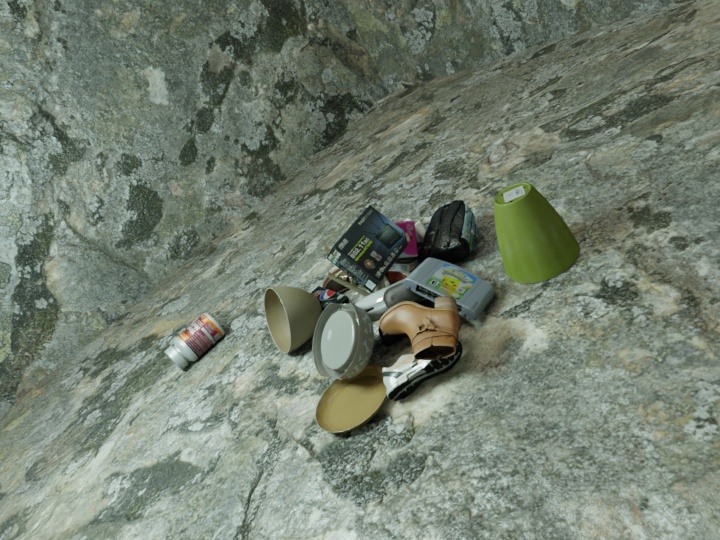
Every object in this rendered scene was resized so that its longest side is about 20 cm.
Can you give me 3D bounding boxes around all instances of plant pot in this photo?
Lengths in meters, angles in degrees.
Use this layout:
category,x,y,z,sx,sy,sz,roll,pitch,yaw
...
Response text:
category,x,y,z,sx,sy,sz,roll,pitch,yaw
plant pot,-0.015,0.305,1.247,0.199,0.028,0.200,-27,26,14
plant pot,-0.193,0.135,1.604,0.134,0.202,0.200,-14,16,-27
plant pot,0.405,-0.106,1.285,0.186,0.201,0.188,-26,25,13

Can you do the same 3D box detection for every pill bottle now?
category,x,y,z,sx,sy,sz,roll,pitch,yaw
pill bottle,-0.601,0.257,1.921,0.200,0.110,0.109,-44,27,-23

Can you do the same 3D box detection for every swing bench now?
category,x,y,z,sx,sy,sz,roll,pitch,yaw
swing bench,0.000,0.000,1.560,0.130,0.200,0.199,-39,25,9

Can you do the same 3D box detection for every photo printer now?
category,x,y,z,sx,sy,sz,roll,pitch,yaw
photo printer,0.081,0.074,1.382,0.199,0.070,0.166,-23,-4,-36

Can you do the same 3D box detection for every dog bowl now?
category,x,y,z,sx,sy,sz,roll,pitch,yaw
dog bowl,-0.042,0.174,1.308,0.200,0.058,0.202,-26,56,47

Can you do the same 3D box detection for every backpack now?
category,x,y,z,sx,sy,sz,roll,pitch,yaw
backpack,0.265,-0.112,1.549,0.162,0.153,0.201,-20,52,39

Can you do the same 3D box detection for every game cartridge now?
category,x,y,z,sx,sy,sz,roll,pitch,yaw
game cartridge,0.222,0.038,1.302,0.199,0.041,0.133,26,39,24

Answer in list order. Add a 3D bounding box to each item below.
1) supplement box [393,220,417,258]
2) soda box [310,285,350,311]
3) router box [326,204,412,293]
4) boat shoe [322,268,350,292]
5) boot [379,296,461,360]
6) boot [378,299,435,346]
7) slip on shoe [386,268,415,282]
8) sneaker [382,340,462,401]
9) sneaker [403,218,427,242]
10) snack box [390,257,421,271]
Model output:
category,x,y,z,sx,sy,sz,roll,pitch,yaw
supplement box,0.113,-0.092,1.574,0.102,0.102,0.200,-6,6,6
soda box,-0.093,0.107,1.640,0.063,0.071,0.200,-41,26,-19
router box,0.027,-0.060,1.393,0.200,0.149,0.062,-52,-3,-38
boat shoe,-0.035,0.017,1.731,0.199,0.071,0.070,-35,19,-5
boot,0.123,0.138,1.163,0.199,0.074,0.155,-21,33,24
boot,0.132,0.145,1.298,0.167,0.077,0.200,-27,19,5
slip on shoe,0.133,0.020,1.546,0.074,0.062,0.200,-1,8,-31
sneaker,0.133,0.204,1.179,0.199,0.074,0.080,-31,44,3
sneaker,0.168,-0.107,1.732,0.099,0.078,0.200,-43,17,-5
snack box,0.126,-0.021,1.529,0.071,0.025,0.200,3,8,18
